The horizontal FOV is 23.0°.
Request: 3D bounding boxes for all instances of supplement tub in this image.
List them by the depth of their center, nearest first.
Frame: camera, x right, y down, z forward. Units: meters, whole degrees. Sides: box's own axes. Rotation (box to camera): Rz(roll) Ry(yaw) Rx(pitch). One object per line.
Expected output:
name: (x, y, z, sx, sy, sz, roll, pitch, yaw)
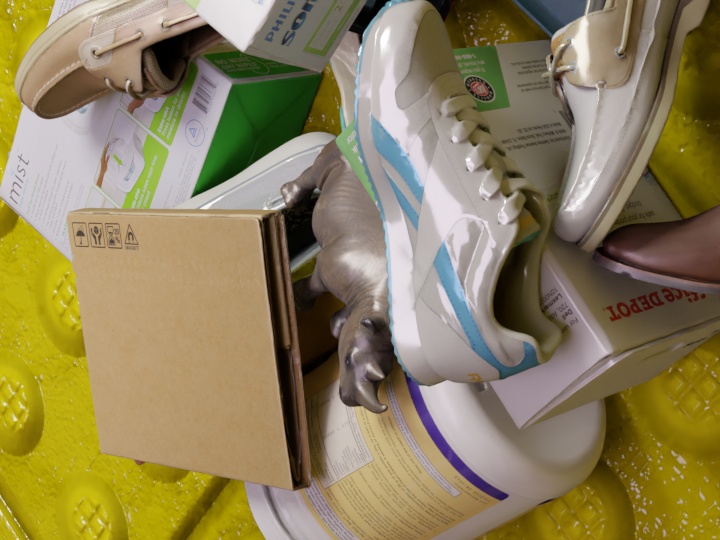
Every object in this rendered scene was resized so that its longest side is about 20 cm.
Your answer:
supplement tub: (0.035, 0.102, 1.086, 0.200, 0.145, 0.146, -35, 76, 40)

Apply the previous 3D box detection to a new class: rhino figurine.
rhino figurine: (0.000, 0.000, 1.022, 0.087, 0.060, 0.201, -46, 36, 35)

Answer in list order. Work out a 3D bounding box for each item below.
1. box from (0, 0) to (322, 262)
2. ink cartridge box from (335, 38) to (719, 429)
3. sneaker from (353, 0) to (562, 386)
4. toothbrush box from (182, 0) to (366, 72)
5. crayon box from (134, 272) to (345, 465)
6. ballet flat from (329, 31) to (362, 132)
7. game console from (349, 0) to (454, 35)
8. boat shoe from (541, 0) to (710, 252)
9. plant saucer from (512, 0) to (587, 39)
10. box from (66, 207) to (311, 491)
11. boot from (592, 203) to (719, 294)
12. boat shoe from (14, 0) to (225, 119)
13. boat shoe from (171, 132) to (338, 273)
box: (-0.147, -0.093, 1.236, 0.176, 0.096, 0.201, 39, 122, 29)
ink cartridge box: (0.102, -0.025, 1.000, 0.084, 0.144, 0.201, -44, 70, 37)
sneaker: (0.051, -0.043, 0.902, 0.080, 0.076, 0.201, -7, 100, 31)
toothbrush box: (-0.071, -0.230, 0.998, 0.200, 0.086, 0.146, 41, 108, 27)
crayon box: (-0.064, 0.053, 1.167, 0.200, 0.127, 0.051, -34, 85, 43)
ballet flat: (0.014, -0.117, 1.116, 0.069, 0.069, 0.201, -21, 84, 42)
game console: (-0.026, -0.247, 1.053, 0.199, 0.119, 0.173, 24, 90, 37)
boat shoe: (0.131, -0.106, 0.941, 0.068, 0.201, 0.075, 24, 157, -5)
plant saucer: (0.088, -0.212, 1.059, 0.200, 0.019, 0.070, 47, 125, 23)
box: (-0.109, 0.044, 1.089, 0.199, 0.021, 0.165, 3, 103, 47)
boot: (0.214, -0.091, 0.902, 0.185, 0.064, 0.201, 0, 106, -2)
boat shoe: (-0.141, -0.140, 1.116, 0.200, 0.071, 0.065, -30, 75, 33)
boat shoe: (-0.083, -0.011, 1.145, 0.200, 0.070, 0.072, -35, 37, 11)
